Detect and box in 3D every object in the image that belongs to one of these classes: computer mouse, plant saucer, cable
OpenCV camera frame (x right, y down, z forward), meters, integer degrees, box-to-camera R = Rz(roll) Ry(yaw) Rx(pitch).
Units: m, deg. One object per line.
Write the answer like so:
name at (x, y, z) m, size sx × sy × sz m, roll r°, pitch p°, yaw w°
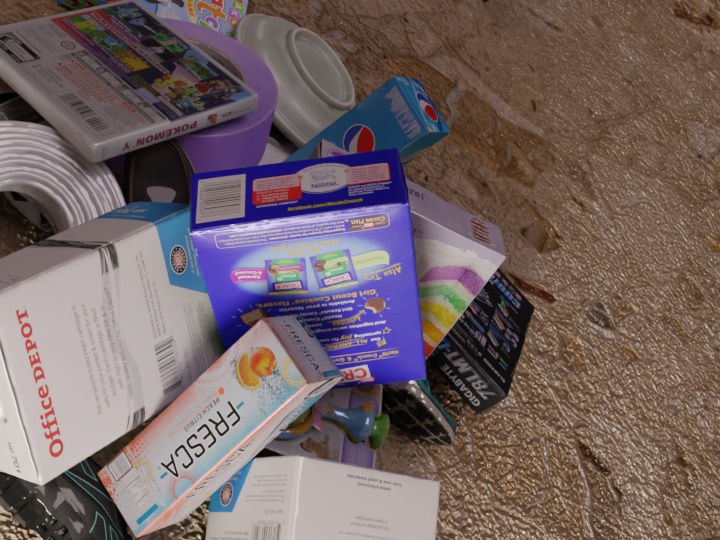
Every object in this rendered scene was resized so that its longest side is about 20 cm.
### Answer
computer mouse at (-0.286, -0.073, 0.977) m, size 0.109 × 0.044 × 0.201 m, roll -36°, pitch 95°, yaw -42°
plant saucer at (-0.058, -0.218, 1.210) m, size 0.200 × 0.050 × 0.201 m, roll 39°, pitch 32°, yaw -30°
cable at (-0.290, -0.029, 0.887) m, size 0.198 × 0.069 × 0.202 m, roll 10°, pitch 71°, yaw -27°

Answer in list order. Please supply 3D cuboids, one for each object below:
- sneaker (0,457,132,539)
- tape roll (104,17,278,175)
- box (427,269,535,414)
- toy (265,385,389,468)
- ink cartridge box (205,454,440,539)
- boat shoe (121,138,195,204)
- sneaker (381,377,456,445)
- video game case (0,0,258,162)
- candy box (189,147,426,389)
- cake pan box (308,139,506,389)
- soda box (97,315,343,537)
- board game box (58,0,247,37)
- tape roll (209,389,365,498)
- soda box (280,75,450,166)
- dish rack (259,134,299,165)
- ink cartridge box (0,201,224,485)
sneaker at (-0.208, 0.206, 0.846) m, size 0.201 × 0.075 × 0.079 m, roll 55°, pitch 42°, yaw 1°
tape roll at (-0.183, -0.168, 1.047) m, size 0.198 × 0.066 × 0.201 m, roll 11°, pitch 41°, yaw -10°
box at (0.104, 0.031, 1.206) m, size 0.200 × 0.050 × 0.199 m, roll 47°, pitch 30°, yaw -9°
toy at (-0.056, 0.111, 0.982) m, size 0.199 × 0.047 × 0.116 m, roll 28°, pitch 48°, yaw -25°
ink cartridge box at (-0.039, 0.263, 0.866) m, size 0.143 × 0.147 × 0.202 m, roll 16°, pitch 72°, yaw -32°
boat shoe at (-0.171, -0.023, 0.950) m, size 0.074 × 0.073 × 0.202 m, roll -8°, pitch 104°, yaw -12°
sneaker at (0.046, 0.097, 1.096) m, size 0.080 × 0.077 × 0.201 m, roll -48°, pitch 115°, yaw -35°
video game case at (-0.223, -0.180, 0.971) m, size 0.181 × 0.023 × 0.200 m, roll -25°, pitch 53°, yaw -39°
candy box at (-0.038, 0.009, 0.868) m, size 0.167 × 0.201 × 0.078 m, roll -7°, pitch 43°, yaw 1°
cake pan box at (0.000, 0.000, 0.953) m, size 0.198 × 0.185 × 0.053 m, roll 25°, pitch 31°, yaw -19°
soda box at (-0.110, 0.122, 0.832) m, size 0.064 × 0.200 × 0.068 m, roll 53°, pitch 19°, yaw 15°
board game box at (-0.220, -0.310, 1.179) m, size 0.199 × 0.037 × 0.153 m, roll 24°, pitch 51°, yaw -28°
tape roll at (-0.087, 0.132, 1.011) m, size 0.199 × 0.048 × 0.202 m, roll 21°, pitch 52°, yaw -29°
soda box at (-0.015, -0.105, 1.041) m, size 0.065 × 0.199 × 0.068 m, roll 59°, pitch 23°, yaw 7°
dish rack at (-0.074, -0.056, 1.142) m, size 0.170 × 0.043 × 0.202 m, roll 24°, pitch 50°, yaw -26°
ink cartridge box at (-0.208, 0.047, 0.821) m, size 0.199 × 0.085 × 0.148 m, roll -30°, pitch 118°, yaw -45°
